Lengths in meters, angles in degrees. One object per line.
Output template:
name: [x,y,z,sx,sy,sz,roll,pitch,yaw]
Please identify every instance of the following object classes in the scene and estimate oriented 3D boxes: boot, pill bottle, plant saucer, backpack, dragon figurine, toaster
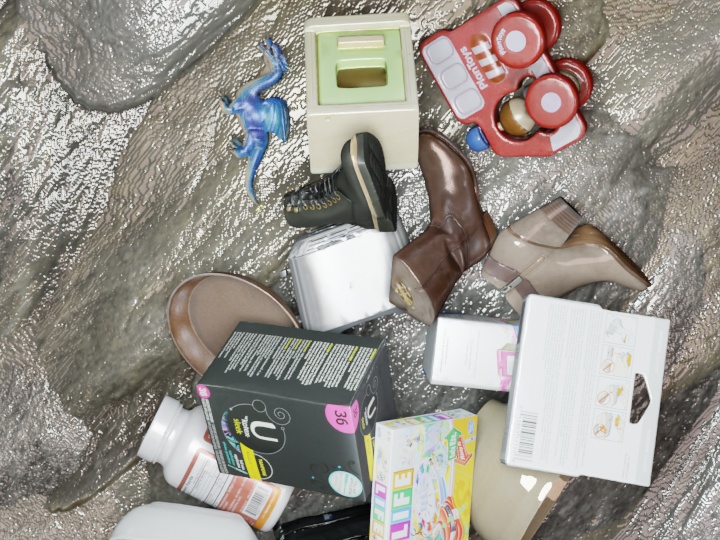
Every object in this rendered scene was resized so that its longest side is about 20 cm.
boot: [0.255,0.005,1.598,0.199,0.070,0.146,39,104,-16]
pill bottle: [-0.182,0.244,1.614,0.198,0.112,0.113,28,99,-5]
plant saucer: [-0.150,0.078,1.582,0.197,0.035,0.203,15,130,18]
backpack: [0.004,0.378,1.608,0.197,0.178,0.153,-18,104,-7]
boot: [0.078,-0.054,1.522,0.064,0.200,0.188,-21,106,46]
boot: [-0.037,-0.090,1.429,0.136,0.200,0.079,-2,66,9]
dragon figurine: [-0.118,-0.184,1.563,0.098,0.059,0.203,-11,99,2]
toaster: [0.000,0.000,1.571,0.197,0.114,0.131,-19,98,4]

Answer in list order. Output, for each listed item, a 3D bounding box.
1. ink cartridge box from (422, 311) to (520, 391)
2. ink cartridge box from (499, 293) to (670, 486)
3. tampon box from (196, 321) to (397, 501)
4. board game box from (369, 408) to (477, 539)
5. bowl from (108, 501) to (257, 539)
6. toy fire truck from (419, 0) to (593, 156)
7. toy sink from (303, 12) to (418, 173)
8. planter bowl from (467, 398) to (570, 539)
ink cartridge box: [0.184,0.104,1.572,0.197,0.145,0.086,7,92,-2]
ink cartridge box: [0.264,0.141,1.473,0.171,0.044,0.203,9,83,-2]
tampon box: [-0.071,0.165,1.500,0.197,0.127,0.152,6,128,22]
board game box: [0.074,0.275,1.501,0.133,0.034,0.203,-5,103,-37]
bowl: [-0.210,0.370,1.615,0.196,0.075,0.202,6,140,12]
toy fire truck: [0.184,-0.230,1.544,0.167,0.112,0.202,-26,100,29]
toy sink: [-0.001,-0.228,1.474,0.128,0.202,0.113,-2,144,0]
planter bowl: [0.190,0.248,1.589,0.134,0.200,0.202,33,99,16]
